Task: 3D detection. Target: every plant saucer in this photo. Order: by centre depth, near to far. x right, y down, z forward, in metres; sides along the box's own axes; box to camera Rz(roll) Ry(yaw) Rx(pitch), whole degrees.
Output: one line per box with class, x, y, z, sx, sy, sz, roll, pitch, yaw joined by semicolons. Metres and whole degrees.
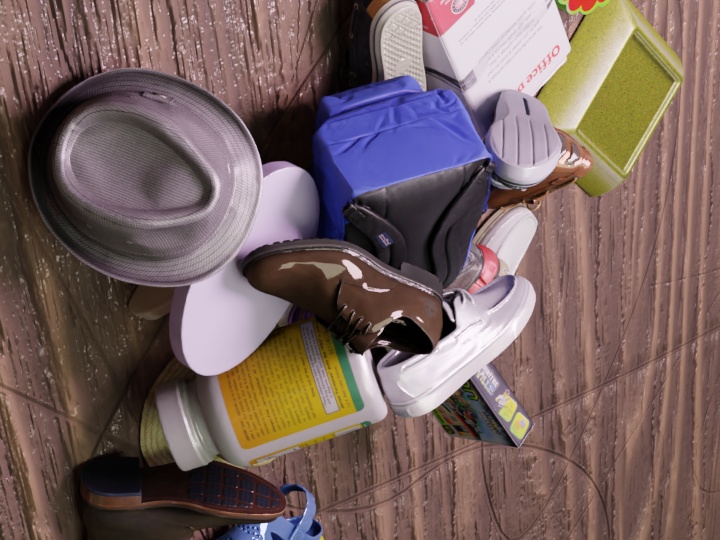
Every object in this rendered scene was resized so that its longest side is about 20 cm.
plant saucer;0.293;-0.198;1.840;0.200;0.048;0.201;32;88;-50

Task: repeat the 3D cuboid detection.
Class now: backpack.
backpack;0.029;-0.069;1.509;0.161;0.169;0.201;-13;142;-13

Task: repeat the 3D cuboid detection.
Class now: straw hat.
straw hat;-0.114;0.150;1.594;0.200;0.085;0.203;-24;127;-35

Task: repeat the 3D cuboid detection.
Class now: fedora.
fedora;-0.176;-0.079;1.316;0.199;0.090;0.178;27;87;-6

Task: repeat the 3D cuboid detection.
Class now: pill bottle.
pill bottle;-0.084;0.116;1.489;0.198;0.113;0.113;-19;133;3

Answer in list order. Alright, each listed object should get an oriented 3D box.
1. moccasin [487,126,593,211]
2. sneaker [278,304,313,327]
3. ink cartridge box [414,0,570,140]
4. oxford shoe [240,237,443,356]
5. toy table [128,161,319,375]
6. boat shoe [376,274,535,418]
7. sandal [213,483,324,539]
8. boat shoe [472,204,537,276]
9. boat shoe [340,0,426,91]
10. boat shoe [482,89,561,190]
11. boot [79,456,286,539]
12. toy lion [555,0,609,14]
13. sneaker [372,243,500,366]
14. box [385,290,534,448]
moccasin;0.177;-0.102;1.676;0.077;0.201;0.074;23;68;-18
sneaker;0.000;0.000;1.626;0.081;0.083;0.201;36;83;-50
ink cartridge box;0.115;-0.252;1.596;0.144;0.083;0.201;-46;138;-16
oxford shoe;-0.012;0.027;1.411;0.198;0.085;0.073;15;141;-21
toy table;-0.134;-0.020;1.451;0.201;0.117;0.184;-54;139;-8
boat shoe;0.090;0.056;1.545;0.200;0.072;0.069;-38;118;-22
sandal;-0.113;0.281;1.687;0.199;0.079;0.088;-17;121;-49
boat shoe;0.145;0.018;1.797;0.201;0.068;0.075;-56;140;-5
boat shoe;0.021;-0.195;1.551;0.074;0.062;0.201;-28;146;-21
boat shoe;0.150;-0.109;1.533;0.200;0.071;0.072;-70;177;-66
boot;-0.175;0.239;1.554;0.198;0.075;0.098;9;123;-7
toy lion;0.266;-0.376;1.706;0.199;0.068;0.193;-36;141;-27
sneaker;0.060;0.041;1.725;0.098;0.071;0.201;37;92;-37
box;0.088;0.098;1.656;0.035;0.110;0.201;-51;122;-26
